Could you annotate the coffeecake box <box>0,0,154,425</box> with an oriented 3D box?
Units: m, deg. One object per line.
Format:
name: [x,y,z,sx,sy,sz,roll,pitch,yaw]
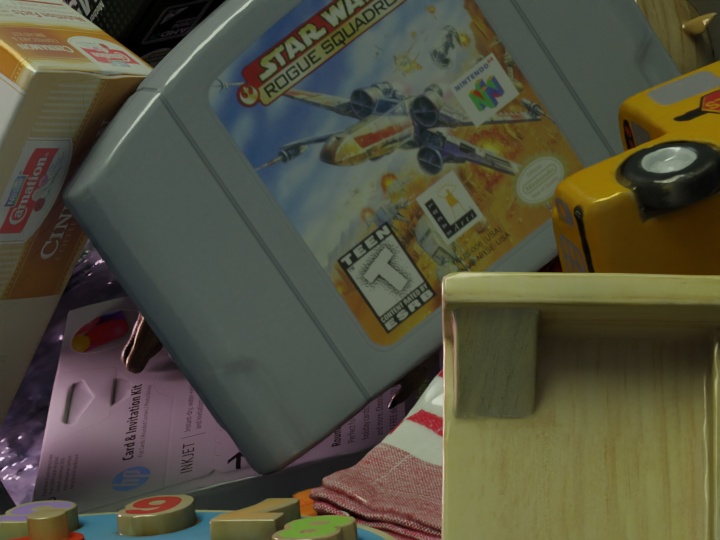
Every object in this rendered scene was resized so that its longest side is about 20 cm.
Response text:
coffeecake box: [-0.186,-0.052,0.961,0.200,0.154,0.073,37,20,26]

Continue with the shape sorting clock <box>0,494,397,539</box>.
shape sorting clock: [-0.086,0.088,0.793,0.199,0.039,0.200,-5,9,1]

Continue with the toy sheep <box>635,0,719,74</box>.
toy sheep: [0.110,-0.106,1.123,0.137,0.138,0.200,-15,28,7]

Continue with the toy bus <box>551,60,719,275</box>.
toy bus: [0.153,-0.039,0.885,0.199,0.065,0.078,-22,27,-12]

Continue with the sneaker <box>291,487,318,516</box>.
sneaker: [-0.047,0.136,0.852,0.200,0.076,0.078,-35,35,-26]

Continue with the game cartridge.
game cartridge: [0.007,-0.044,0.924,0.200,0.133,0.042,-38,17,-14]

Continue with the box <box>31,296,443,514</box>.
box: [-0.016,0.043,1.030,0.199,0.041,0.156,-14,28,7]

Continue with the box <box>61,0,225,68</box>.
box: [-0.032,-0.096,1.031,0.200,0.048,0.193,-17,-21,-36]

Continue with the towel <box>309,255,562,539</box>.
towel: [0.093,0.031,0.881,0.144,0.023,0.200,6,37,39]

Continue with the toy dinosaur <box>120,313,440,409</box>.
toy dinosaur: [0.000,0.000,0.995,0.199,0.058,0.101,-14,27,8]

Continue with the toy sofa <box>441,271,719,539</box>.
toy sofa: [0.061,0.105,0.743,0.082,0.098,0.201,0,69,3]

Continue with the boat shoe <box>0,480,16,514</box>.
boat shoe: [-0.154,0.112,0.965,0.071,0.070,0.200,2,40,-33]
